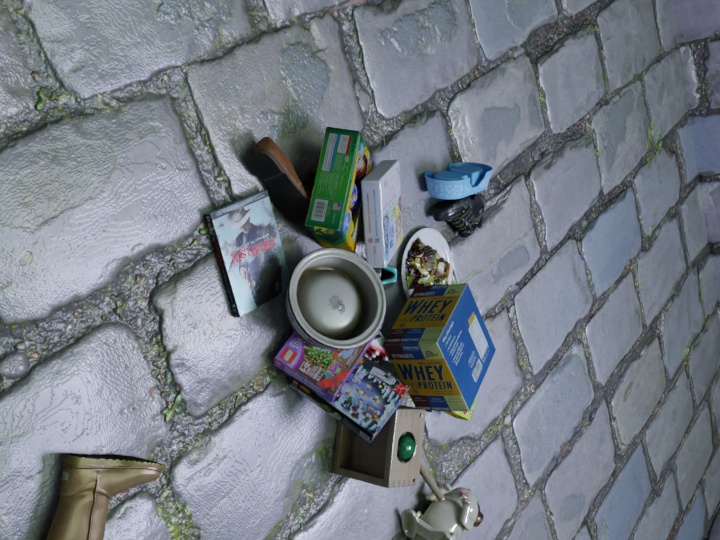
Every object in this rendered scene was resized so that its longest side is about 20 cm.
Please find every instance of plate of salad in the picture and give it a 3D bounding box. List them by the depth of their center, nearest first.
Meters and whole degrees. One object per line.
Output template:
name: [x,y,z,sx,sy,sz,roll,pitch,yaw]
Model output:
plate of salad: [0.166,0.000,1.856,0.200,0.048,0.201,-3,95,-48]

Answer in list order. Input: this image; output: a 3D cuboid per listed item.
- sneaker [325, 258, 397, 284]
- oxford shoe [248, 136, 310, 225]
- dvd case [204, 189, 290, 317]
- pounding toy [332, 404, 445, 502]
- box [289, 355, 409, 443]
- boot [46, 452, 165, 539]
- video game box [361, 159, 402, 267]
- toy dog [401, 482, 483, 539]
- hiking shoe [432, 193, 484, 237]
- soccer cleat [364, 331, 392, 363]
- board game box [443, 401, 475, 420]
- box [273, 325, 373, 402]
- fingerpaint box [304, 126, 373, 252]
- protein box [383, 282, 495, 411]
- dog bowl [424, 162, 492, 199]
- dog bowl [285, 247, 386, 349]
sneaker: [0.000,0.000,1.638,0.199,0.091,0.078,1,90,-48]
oxford shoe: [-0.137,-0.169,1.501,0.200,0.071,0.071,60,32,-37]
dvd case: [-0.204,-0.033,1.463,0.146,0.022,0.201,-29,112,-44]
pounding toy: [0.066,0.374,1.644,0.142,0.199,0.185,12,83,-48]
box: [-0.021,0.229,1.558,0.137,0.200,0.040,-47,162,-37]
boot: [-0.404,0.390,1.227,0.175,0.066,0.201,14,80,-35]
video game box: [0.048,-0.122,1.647,0.200,0.047,0.183,-54,140,-67]
toy dog: [0.211,0.597,1.865,0.200,0.139,0.195,-30,126,-43]
hiking shoe: [0.249,-0.128,1.922,0.200,0.075,0.101,-18,101,-47]
soccer cleat: [0.016,0.137,1.682,0.200,0.068,0.086,34,58,-43]
board game box: [0.244,0.247,1.890,0.101,0.047,0.201,32,68,-45]
box: [-0.060,0.141,1.551,0.200,0.136,0.039,-55,171,-32]
fingerpaint box: [-0.037,-0.155,1.553,0.167,0.073,0.201,54,46,-73]
protein box: [0.179,0.167,1.729,0.199,0.134,0.201,-56,130,-42]
dog bowl: [0.235,-0.215,1.884,0.200,0.111,0.050,-24,122,-45]
dog bowl: [-0.055,0.061,1.510,0.199,0.074,0.201,9,67,-22]
